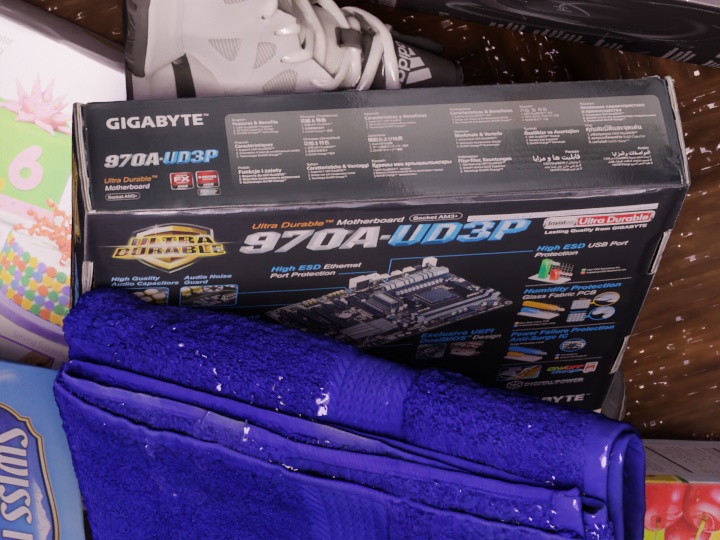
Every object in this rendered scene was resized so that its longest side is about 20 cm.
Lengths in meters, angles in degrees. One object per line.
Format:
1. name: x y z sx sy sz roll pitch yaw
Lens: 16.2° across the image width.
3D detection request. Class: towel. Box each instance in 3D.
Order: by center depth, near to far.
1. towel: -0.005 0.090 0.796 0.199 0.050 0.148 14 129 28

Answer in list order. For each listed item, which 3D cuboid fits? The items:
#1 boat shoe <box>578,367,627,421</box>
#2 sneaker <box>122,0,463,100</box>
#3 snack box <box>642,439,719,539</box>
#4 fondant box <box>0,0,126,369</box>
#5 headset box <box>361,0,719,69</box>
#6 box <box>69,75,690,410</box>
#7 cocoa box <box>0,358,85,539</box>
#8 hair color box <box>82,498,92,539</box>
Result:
1. boat shoe: 0.059 0.121 0.986 0.067 0.072 0.201 16 95 -40
2. sneaker: -0.021 -0.087 0.836 0.115 0.201 0.076 -1 63 -4
3. snack box: 0.103 0.166 0.954 0.142 0.053 0.201 5 104 -36
4. fondant box: -0.137 0.005 0.964 0.144 0.058 0.201 24 102 -3
5. headset box: 0.080 -0.124 0.881 0.199 0.149 0.078 12 88 0
6. box: 0.000 0.000 0.870 0.199 0.159 0.046 -4 59 -8
7. cocoa box: -0.189 0.130 0.874 0.131 0.134 0.200 12 137 -26
8. hair color box: -0.023 0.147 0.898 0.199 0.061 0.102 21 94 28
